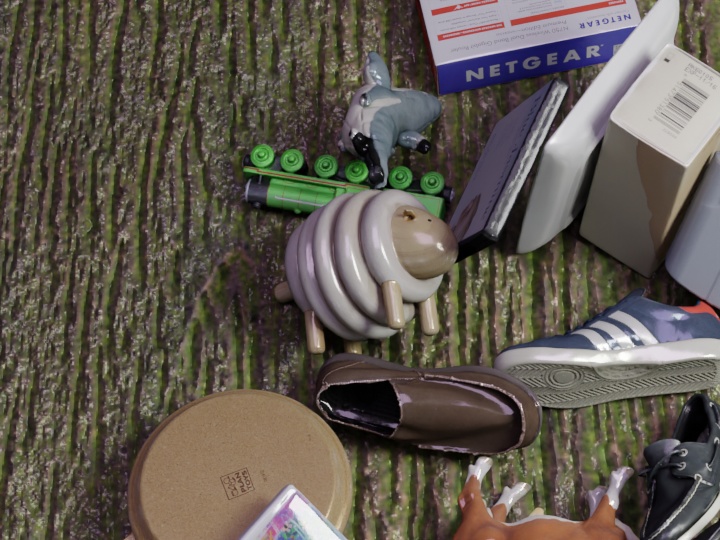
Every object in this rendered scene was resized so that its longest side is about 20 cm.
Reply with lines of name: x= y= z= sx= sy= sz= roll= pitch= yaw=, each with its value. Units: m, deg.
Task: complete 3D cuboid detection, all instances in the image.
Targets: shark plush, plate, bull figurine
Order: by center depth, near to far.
bull figurine: x=0.163 y=0.218 z=1.515 sx=0.198 sy=0.065 sz=0.122 roll=6 pitch=56 yaw=7
plate: x=0.208 y=-0.120 z=1.634 sx=0.032 sy=0.200 sz=0.200 roll=33 pitch=67 yaw=12
shark plush: x=0.029 y=-0.130 z=1.682 sx=0.082 sy=0.200 sz=0.092 roll=20 pitch=103 yaw=-3

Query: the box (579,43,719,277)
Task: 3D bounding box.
box: x=0.249 y=-0.088 z=1.603 sx=0.077 sy=0.200 sz=0.095 roll=34 pitch=69 yaw=15

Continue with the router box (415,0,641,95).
router box: x=0.150 y=-0.269 z=1.812 sx=0.198 sy=0.049 sz=0.181 roll=-11 pitch=59 yaw=0

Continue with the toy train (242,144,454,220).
toy train: x=-0.014 y=-0.070 z=1.719 sx=0.198 sy=0.042 sz=0.057 roll=9 pitch=71 yaw=11

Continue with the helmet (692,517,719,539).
helmet: x=0.301 y=0.270 z=1.396 sx=0.198 sy=0.190 sz=0.203 roll=-1 pitch=89 yaw=26

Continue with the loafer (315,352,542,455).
loafer: x=0.050 y=0.119 z=1.570 sx=0.198 sy=0.074 sz=0.071 roll=5 pitch=17 yaw=18

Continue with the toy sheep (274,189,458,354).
toy sheep: x=0.000 y=0.000 z=1.620 sx=0.199 sy=0.138 sz=0.139 roll=-17 pitch=52 yaw=34

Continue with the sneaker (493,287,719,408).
sneaker: x=0.207 y=0.059 z=1.603 sx=0.197 sy=0.075 sz=0.085 roll=-3 pitch=54 yaw=-4

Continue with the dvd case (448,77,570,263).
dvd case: x=0.115 y=-0.078 z=1.605 sx=0.017 sy=0.200 sz=0.144 roll=27 pitch=80 yaw=-6

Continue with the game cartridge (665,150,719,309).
game cartridge: x=0.361 y=-0.011 z=1.579 sx=0.198 sy=0.134 sz=0.042 roll=18 pitch=29 yaw=-2

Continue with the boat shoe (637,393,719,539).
boat shoe: x=0.250 y=0.156 z=1.491 sx=0.066 sy=0.074 sz=0.199 roll=49 pitch=42 yaw=-2

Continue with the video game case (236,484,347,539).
video game case: x=-0.056 y=0.299 z=1.465 sx=0.182 sy=0.024 sz=0.200 roll=45 pitch=70 yaw=-4

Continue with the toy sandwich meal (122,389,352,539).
toy sandwich meal: x=-0.100 y=0.194 z=1.556 sx=0.203 sy=0.071 sz=0.207 roll=-1 pitch=58 yaw=2
